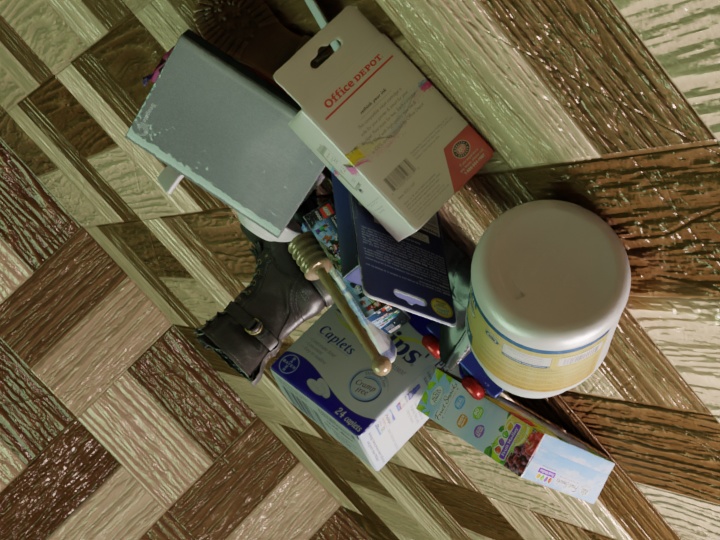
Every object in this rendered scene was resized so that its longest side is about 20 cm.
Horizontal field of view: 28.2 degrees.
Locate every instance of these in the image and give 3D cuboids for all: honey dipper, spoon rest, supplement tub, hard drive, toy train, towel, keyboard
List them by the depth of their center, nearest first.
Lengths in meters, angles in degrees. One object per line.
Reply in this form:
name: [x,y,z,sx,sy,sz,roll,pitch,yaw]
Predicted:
supplement tub: [0.174,0.034,1.366,0.145,0.145,0.200,40,164,16]
keyboard: [-0.020,-0.222,1.431,0.200,0.011,0.056,57,180,-37]
hard drive: [-0.134,-0.144,1.520,0.200,0.140,0.033,33,-151,-3]
honey dipper: [-0.021,0.040,1.618,0.200,0.038,0.038,58,172,28]
spoon rest: [-0.147,-0.089,1.736,0.200,0.061,0.099,23,-163,-37]
towel: [-0.015,0.027,1.750,0.200,0.024,0.147,58,-178,-2]
toy train: [0.108,0.065,1.768,0.200,0.085,0.116,46,179,-2]

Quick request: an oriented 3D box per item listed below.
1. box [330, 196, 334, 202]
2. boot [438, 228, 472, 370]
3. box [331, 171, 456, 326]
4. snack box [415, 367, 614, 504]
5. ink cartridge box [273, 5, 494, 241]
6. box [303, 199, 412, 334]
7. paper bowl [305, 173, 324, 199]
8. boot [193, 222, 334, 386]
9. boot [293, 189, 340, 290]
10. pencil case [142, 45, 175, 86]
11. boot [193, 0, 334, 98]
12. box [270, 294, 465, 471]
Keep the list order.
box: [0.041,-0.009,1.822,0.121,0.032,0.200,31,160,43]
boot: [0.067,0.004,1.663,0.200,0.066,0.165,38,137,12]
box: [0.031,-0.035,1.436,0.121,0.200,0.032,21,136,-33]
snack box: [0.195,0.210,1.815,0.168,0.068,0.200,26,-177,-44]
ink cartridge box: [0.015,-0.142,1.376,0.200,0.116,0.067,47,164,-4]
box: [0.000,0.000,1.667,0.137,0.038,0.200,59,-177,10]
paper bowl: [-0.120,-0.166,1.648,0.201,0.104,0.201,44,177,3]
boot: [-0.141,0.031,1.814,0.200,0.174,0.069,44,168,30]
boot: [-0.072,-0.058,1.914,0.168,0.076,0.200,57,174,-9]
pencil case: [-0.172,-0.197,1.785,0.200,0.091,0.094,45,169,-9]
boot: [-0.097,-0.225,1.546,0.200,0.075,0.107,38,168,21]
box: [0.016,0.131,1.927,0.184,0.200,0.105,34,161,34]
